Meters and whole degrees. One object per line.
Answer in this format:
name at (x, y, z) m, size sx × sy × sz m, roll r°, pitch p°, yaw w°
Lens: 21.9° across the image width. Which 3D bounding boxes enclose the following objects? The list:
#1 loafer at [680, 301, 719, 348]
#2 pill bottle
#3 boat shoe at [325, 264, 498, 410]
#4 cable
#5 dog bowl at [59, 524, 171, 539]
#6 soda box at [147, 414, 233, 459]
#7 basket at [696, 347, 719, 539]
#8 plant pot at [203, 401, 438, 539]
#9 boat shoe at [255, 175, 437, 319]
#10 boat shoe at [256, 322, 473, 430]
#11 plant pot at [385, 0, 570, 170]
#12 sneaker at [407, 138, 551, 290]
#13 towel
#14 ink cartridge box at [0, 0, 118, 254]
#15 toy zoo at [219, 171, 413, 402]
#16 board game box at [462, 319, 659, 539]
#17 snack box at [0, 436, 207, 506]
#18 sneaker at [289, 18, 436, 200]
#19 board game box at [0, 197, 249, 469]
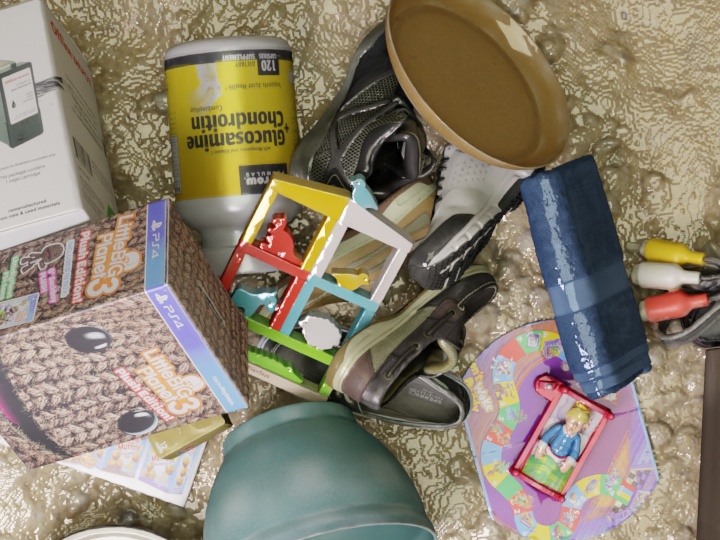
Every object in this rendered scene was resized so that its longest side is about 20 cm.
loafer at (0.375, 0.004, 1.641) m, size 0.200 × 0.063 × 0.072 m, roll -29°, pitch 91°, yaw -1°
pill bottle at (-0.107, -0.098, 1.603) m, size 0.112 × 0.112 × 0.201 m, roll -5°, pitch 91°, yaw -1°
boat shoe at (0.056, 0.062, 1.589) m, size 0.066 × 0.072 × 0.201 m, roll 43°, pitch 48°, yaw 20°
cable at (0.317, 0.010, 1.604) m, size 0.199 × 0.050 × 0.097 m, roll -9°, pitch 66°, yaw 35°
dog bowl at (-0.211, 0.319, 1.630) m, size 0.199 × 0.074 × 0.201 m, roll 0°, pitch 91°, yaw -1°
soda box at (-0.187, 0.062, 1.615) m, size 0.068 × 0.064 × 0.200 m, roll -28°, pitch 84°, yaw -1°
basket at (0.365, 0.163, 1.613) m, size 0.180 × 0.136 × 0.201 m, roll -6°, pitch 87°, yaw -14°
plant pot at (-0.046, 0.195, 1.586) m, size 0.200 × 0.200 × 0.135 m, roll -15°, pitch 65°, yaw -1°
boat shoe at (0.000, 0.000, 1.628) m, size 0.200 × 0.072 × 0.076 m, roll -37°, pitch 93°, yaw -1°
boat shoe at (0.004, 0.091, 1.629) m, size 0.199 × 0.071 × 0.072 m, roll 13°, pitch 92°, yaw 2°
plant pot at (0.096, -0.165, 1.588) m, size 0.200 × 0.200 × 0.027 m, roll 48°, pitch 128°, yaw -2°
sneaker at (0.088, -0.061, 1.604) m, size 0.080 × 0.074 × 0.200 m, roll 35°, pitch 52°, yaw 8°
towel at (0.190, 0.006, 1.589) m, size 0.048 × 0.112 × 0.201 m, roll -15°, pitch 91°, yaw 30°
ink cartridge box at (-0.266, -0.103, 1.551) m, size 0.084 × 0.146 × 0.201 m, roll -15°, pitch 68°, yaw 4°
toy zoo at (-0.044, 0.005, 1.555) m, size 0.131 × 0.020 × 0.200 m, roll 24°, pitch 110°, yaw -10°
board game box at (0.177, 0.145, 1.650) m, size 0.157 × 0.039 × 0.201 m, roll -15°, pitch 91°, yaw -1°
snack box at (-0.238, 0.143, 1.649) m, size 0.199 × 0.024 × 0.072 m, roll 19°, pitch 89°, yaw -2°
sneaker at (0.032, -0.136, 1.586) m, size 0.114 × 0.076 × 0.200 m, roll 10°, pitch 56°, yaw 36°
board game box at (-0.210, 0.054, 1.489) m, size 0.199 × 0.097 × 0.160 m, roll -17°, pitch 134°, yaw 13°
